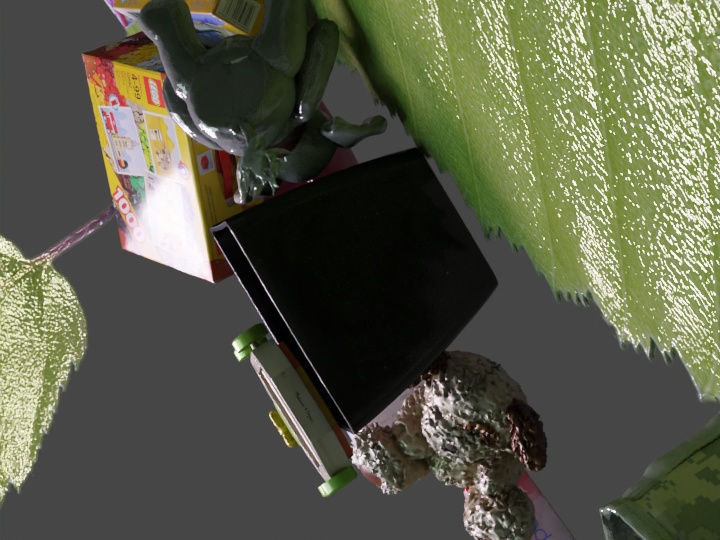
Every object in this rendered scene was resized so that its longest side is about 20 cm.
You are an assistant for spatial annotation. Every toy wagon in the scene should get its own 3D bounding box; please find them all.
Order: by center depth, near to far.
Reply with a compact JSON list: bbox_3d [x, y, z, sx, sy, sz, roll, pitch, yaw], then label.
[{"bbox_3d":[-0.056,0.125,1.534,0.156,0.039,0.200,58,173,6],"label":"toy wagon"}]

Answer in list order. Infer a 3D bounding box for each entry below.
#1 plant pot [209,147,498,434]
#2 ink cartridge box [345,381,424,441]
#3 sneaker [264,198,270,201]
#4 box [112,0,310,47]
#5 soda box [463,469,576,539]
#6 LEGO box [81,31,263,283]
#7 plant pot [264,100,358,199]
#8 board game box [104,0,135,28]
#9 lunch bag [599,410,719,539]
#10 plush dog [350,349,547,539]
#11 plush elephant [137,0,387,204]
[{"bbox_3d":[0.000,0.000,1.487,0.201,0.177,0.199,57,172,-4],"label":"plant pot"},{"bbox_3d":[0.033,0.140,1.995,0.201,0.125,0.129,56,172,16],"label":"ink cartridge box"},{"bbox_3d":[-0.031,-0.017,1.692,0.198,0.075,0.087,7,163,19],"label":"sneaker"},{"bbox_3d":[-0.137,-0.226,1.578,0.118,0.042,0.199,27,170,-37],"label":"box"},{"bbox_3d":[0.190,0.294,1.815,0.201,0.070,0.064,54,172,28],"label":"soda box"},{"bbox_3d":[-0.169,-0.108,1.612,0.148,0.077,0.202,18,126,44],"label":"LEGO box"},{"bbox_3d":[-0.109,-0.094,1.794,0.201,0.178,0.200,57,172,12],"label":"plant pot"},{"bbox_3d":[-0.278,-0.395,1.964,0.105,0.102,0.201,51,170,38],"label":"board game box"},{"bbox_3d":[0.211,0.135,0.740,0.201,0.163,0.118,59,169,-3],"label":"lunch bag"},{"bbox_3d":[0.106,0.144,1.651,0.199,0.161,0.172,28,149,11],"label":"plush dog"},{"bbox_3d":[-0.071,-0.138,1.449,0.155,0.163,0.202,32,-137,-65],"label":"plush elephant"}]
